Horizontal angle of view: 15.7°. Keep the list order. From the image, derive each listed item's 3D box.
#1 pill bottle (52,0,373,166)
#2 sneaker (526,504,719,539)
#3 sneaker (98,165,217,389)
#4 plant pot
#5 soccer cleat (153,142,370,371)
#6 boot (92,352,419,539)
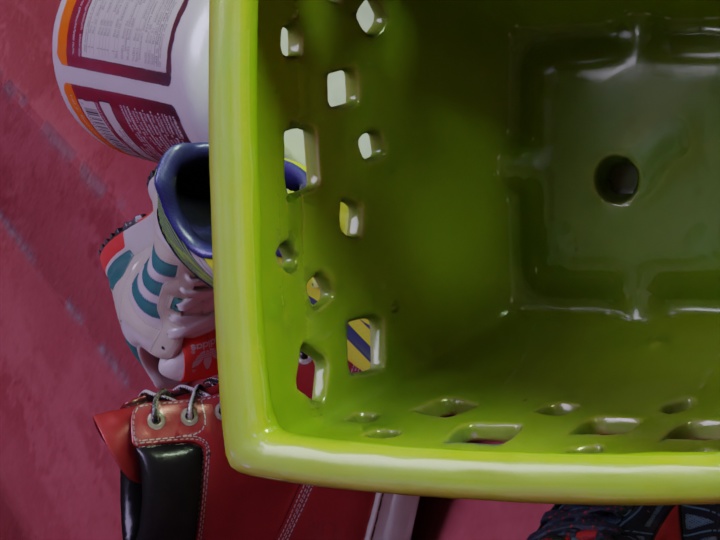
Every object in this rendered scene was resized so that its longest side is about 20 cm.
[{"bbox_3d":[-0.052,-0.095,1.176,0.200,0.109,0.110,16,84,57],"label":"pill bottle"},{"bbox_3d":[0.096,0.104,0.931,0.079,0.095,0.201,-44,36,37],"label":"sneaker"},{"bbox_3d":[-0.079,0.003,1.337,0.200,0.070,0.094,140,118,-63],"label":"sneaker"},{"bbox_3d":[0.074,-0.033,0.898,0.199,0.181,0.200,1,95,25],"label":"plant pot"},{"bbox_3d":[-0.001,0.001,1.054,0.199,0.084,0.065,22,73,27],"label":"soccer cleat"},{"bbox_3d":[-0.036,0.037,1.128,0.072,0.144,0.201,-153,76,-72],"label":"boot"}]
